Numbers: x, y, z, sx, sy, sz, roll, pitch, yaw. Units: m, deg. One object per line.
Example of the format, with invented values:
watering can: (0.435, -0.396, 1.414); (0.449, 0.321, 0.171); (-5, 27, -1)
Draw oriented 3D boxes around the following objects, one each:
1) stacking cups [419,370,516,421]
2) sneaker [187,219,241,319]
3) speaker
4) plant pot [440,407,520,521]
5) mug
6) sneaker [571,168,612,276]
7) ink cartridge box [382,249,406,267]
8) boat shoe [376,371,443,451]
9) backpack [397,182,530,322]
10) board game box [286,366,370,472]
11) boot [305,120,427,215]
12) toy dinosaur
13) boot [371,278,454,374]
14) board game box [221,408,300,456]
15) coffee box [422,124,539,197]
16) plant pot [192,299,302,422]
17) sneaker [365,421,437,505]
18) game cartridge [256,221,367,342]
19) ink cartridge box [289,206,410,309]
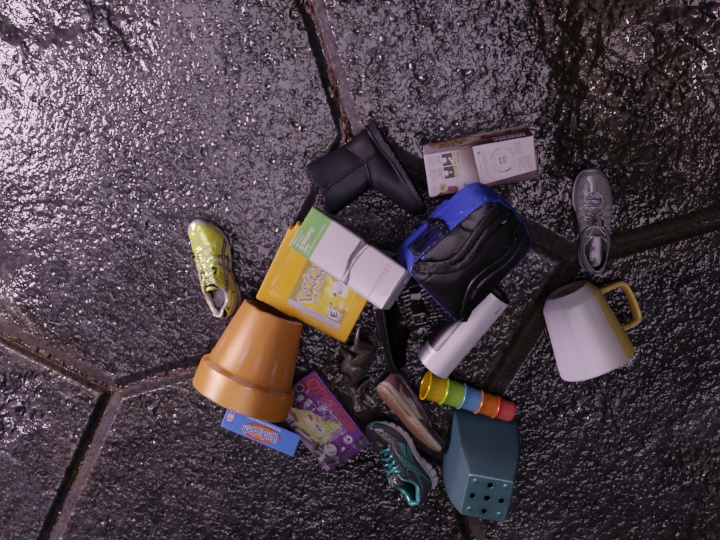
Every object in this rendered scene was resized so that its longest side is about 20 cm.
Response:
stacking cups: (0.217, 0.261, 1.696); (0.197, 0.061, 0.061); (21, 108, -11)
sneaker: (-0.283, -0.002, 1.644); (0.074, 0.077, 0.204); (-17, 105, 11)
speaker: (0.199, 0.113, 1.649); (0.081, 0.081, 0.201); (36, 107, -8)
plant pot: (0.241, 0.392, 1.673); (0.138, 0.200, 0.144); (10, 109, 1)
mug: (0.430, 0.099, 1.619); (0.148, 0.186, 0.155); (-20, 99, 43)
sneaker: (0.438, -0.087, 1.566); (0.073, 0.082, 0.204); (-8, 107, 6)
ink cartridge box: (0.000, 0.000, 1.650); (0.196, 0.037, 0.097); (12, 109, -2)
boat shoe: (0.113, 0.285, 1.717); (0.065, 0.072, 0.201); (-47, 109, -20)
backpack: (0.179, -0.053, 1.471); (0.200, 0.169, 0.162); (-42, 122, 10)
board game box: (-0.082, 0.311, 1.759); (0.119, 0.032, 0.201); (-36, 102, 9)
boot: (0.009, -0.151, 1.575); (0.167, 0.076, 0.202); (-34, 96, 10)
toy dinosaur: (-0.013, 0.181, 1.677); (0.100, 0.077, 0.204); (-3, 120, -23)
boot: (0.107, 0.102, 1.630); (0.154, 0.080, 0.214); (-14, 130, -3)
board game box: (-0.199, 0.316, 1.680); (0.150, 0.200, 0.046); (23, 79, -3)
coffee box: (0.215, -0.198, 1.529); (0.196, 0.113, 0.081); (-9, 108, 7)
plant pot: (-0.201, 0.166, 1.644); (0.197, 0.200, 0.186); (22, 93, -4)
sneaker: (0.079, 0.395, 1.725); (0.200, 0.092, 0.077); (47, 128, -9)
game cartridge: (-0.079, 0.023, 1.628); (0.197, 0.033, 0.178); (26, 111, -7)
ink cartridge box: (-0.013, -0.019, 1.498); (0.198, 0.145, 0.085); (35, 93, 8)
